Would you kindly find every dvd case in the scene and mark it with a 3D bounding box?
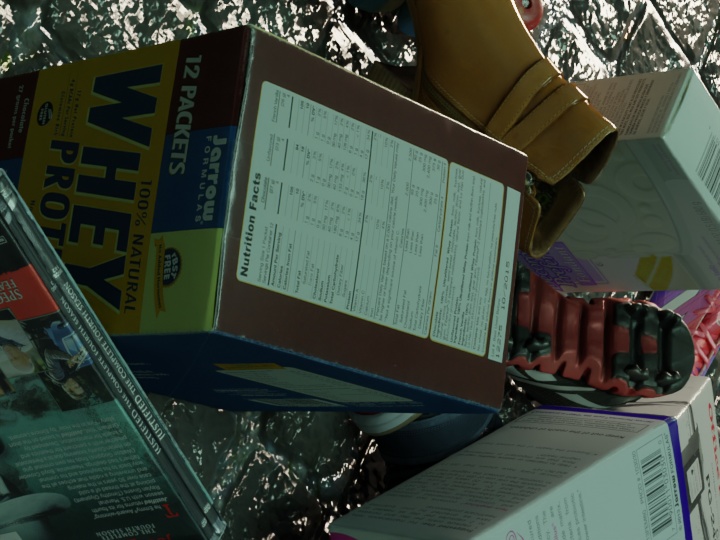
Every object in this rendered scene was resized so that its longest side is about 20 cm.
[{"bbox_3d":[-0.166,0.056,0.751,0.201,0.145,0.022,62,32,-24],"label":"dvd case"}]

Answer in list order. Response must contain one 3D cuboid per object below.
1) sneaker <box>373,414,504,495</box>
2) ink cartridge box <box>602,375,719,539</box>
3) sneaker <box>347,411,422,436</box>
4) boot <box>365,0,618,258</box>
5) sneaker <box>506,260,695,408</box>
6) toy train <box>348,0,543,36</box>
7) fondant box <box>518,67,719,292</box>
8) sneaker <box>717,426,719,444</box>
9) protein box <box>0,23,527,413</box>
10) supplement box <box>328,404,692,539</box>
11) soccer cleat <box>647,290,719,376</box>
[{"bbox_3d":[0.022,0.127,0.994,0.202,0.077,0.147,-47,127,-43],"label":"sneaker"},{"bbox_3d":[0.187,0.163,1.131,0.200,0.083,0.146,-25,108,-64],"label":"ink cartridge box"},{"bbox_3d":[0.000,0.000,0.949,0.113,0.071,0.200,57,17,-25],"label":"sneaker"},{"bbox_3d":[0.082,-0.120,0.948,0.076,0.155,0.201,-4,126,-49],"label":"boot"},{"bbox_3d":[0.111,0.045,1.091,0.199,0.098,0.071,16,64,-15],"label":"sneaker"},{"bbox_3d":[0.055,-0.241,1.060,0.115,0.084,0.201,13,78,-33],"label":"toy train"},{"bbox_3d":[0.146,-0.050,1.053,0.144,0.199,0.058,48,57,-35],"label":"fondant box"},{"bbox_3d":[0.262,0.217,1.271,0.091,0.066,0.201,58,27,-64],"label":"sneaker"},{"bbox_3d":[-0.060,-0.012,0.827,0.199,0.198,0.136,19,73,-45],"label":"protein box"},{"bbox_3d":[0.089,0.156,0.938,0.200,0.103,0.102,-22,107,-46],"label":"supplement box"},{"bbox_3d":[0.251,0.035,1.256,0.068,0.073,0.201,39,61,-40],"label":"soccer cleat"}]
